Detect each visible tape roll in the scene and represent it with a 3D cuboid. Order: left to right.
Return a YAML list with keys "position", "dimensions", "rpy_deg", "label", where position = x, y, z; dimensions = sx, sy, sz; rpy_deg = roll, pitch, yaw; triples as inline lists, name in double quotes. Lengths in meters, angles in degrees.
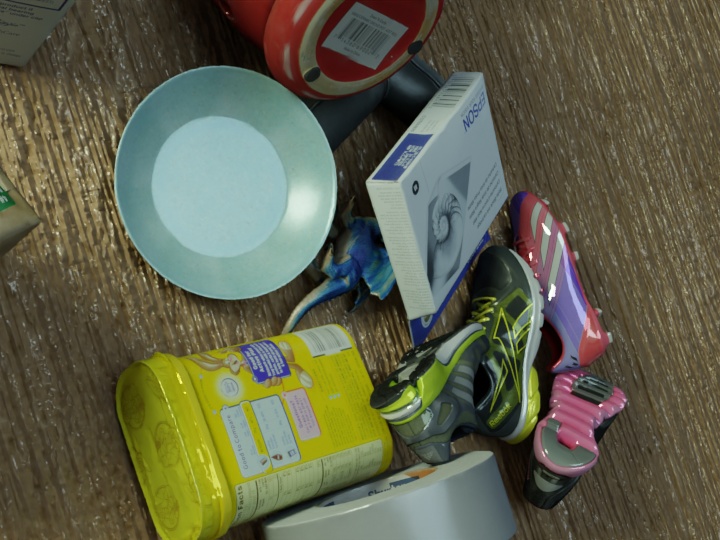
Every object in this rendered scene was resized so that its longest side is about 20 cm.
- position: [0.023, 0.207, 0.902]
  dimensions: [0.199, 0.200, 0.067]
  rpy_deg: [-14, 84, -38]
  label: "tape roll"

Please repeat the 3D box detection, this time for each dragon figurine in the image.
- position: [0.000, 0.000, 1.040]
  dimensions: [0.099, 0.059, 0.201]
  rpy_deg: [37, 56, -22]
  label: "dragon figurine"

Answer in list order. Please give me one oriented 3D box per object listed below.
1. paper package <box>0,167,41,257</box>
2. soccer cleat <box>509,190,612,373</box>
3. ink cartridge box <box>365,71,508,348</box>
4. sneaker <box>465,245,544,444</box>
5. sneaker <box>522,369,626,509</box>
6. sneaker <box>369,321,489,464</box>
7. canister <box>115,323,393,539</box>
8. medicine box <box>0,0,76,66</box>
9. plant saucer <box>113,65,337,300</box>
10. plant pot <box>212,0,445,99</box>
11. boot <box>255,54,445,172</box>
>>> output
- position: [-0.337, -0.006, 0.708]
  dimensions: [0.200, 0.190, 0.104]
  rpy_deg: [-35, 98, -39]
  label: "paper package"
- position: [0.196, 0.011, 1.181]
  dimensions: [0.076, 0.067, 0.201]
  rpy_deg: [-21, 80, -13]
  label: "soccer cleat"
- position: [0.086, -0.055, 1.064]
  dimensions: [0.200, 0.040, 0.201]
  rpy_deg: [-54, 139, -42]
  label: "ink cartridge box"
- position: [0.132, 0.070, 1.107]
  dimensions: [0.084, 0.074, 0.202]
  rpy_deg: [9, 71, -35]
  label: "sneaker"
- position: [0.214, 0.175, 1.146]
  dimensions: [0.079, 0.096, 0.200]
  rpy_deg: [26, 31, 17]
  label: "sneaker"
- position: [0.073, 0.108, 0.988]
  dimensions: [0.081, 0.074, 0.200]
  rpy_deg: [62, 30, -5]
  label: "sneaker"
- position: [-0.082, 0.129, 0.915]
  dimensions: [0.199, 0.086, 0.150]
  rpy_deg: [-10, 71, -40]
  label: "canister"
- position: [-0.271, -0.282, 0.836]
  dimensions: [0.102, 0.199, 0.184]
  rpy_deg: [6, 72, -35]
  label: "medicine box"
- position: [-0.118, -0.075, 0.970]
  dimensions: [0.199, 0.039, 0.203]
  rpy_deg: [1, 88, -23]
  label: "plant saucer"
- position: [-0.031, -0.270, 0.975]
  dimensions: [0.199, 0.201, 0.183]
  rpy_deg: [-11, 53, -38]
  label: "plant pot"
- position: [-0.003, -0.147, 1.079]
  dimensions: [0.165, 0.066, 0.200]
  rpy_deg: [48, 50, -5]
  label: "boot"
